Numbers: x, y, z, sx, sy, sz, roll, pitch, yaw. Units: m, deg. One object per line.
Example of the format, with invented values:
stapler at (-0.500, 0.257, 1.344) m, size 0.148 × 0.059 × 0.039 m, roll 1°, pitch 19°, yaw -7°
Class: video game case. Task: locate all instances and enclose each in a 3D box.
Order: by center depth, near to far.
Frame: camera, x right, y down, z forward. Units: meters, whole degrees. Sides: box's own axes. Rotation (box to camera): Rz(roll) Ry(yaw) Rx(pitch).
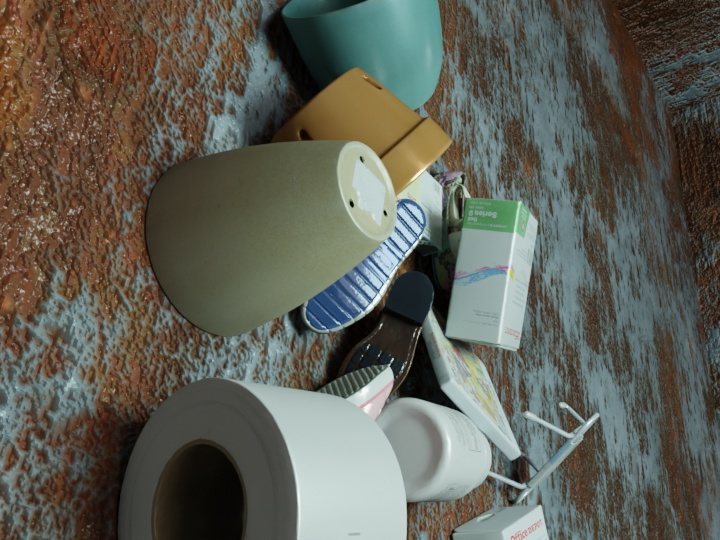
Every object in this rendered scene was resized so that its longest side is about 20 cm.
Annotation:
video game case at (0.148, 0.148, 1.065) m, size 0.200 × 0.023 × 0.183 m, roll 47°, pitch 17°, yaw -34°

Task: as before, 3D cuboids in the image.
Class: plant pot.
plant pot at (-0.070, -0.049, 0.733) m, size 0.187 × 0.198 × 0.189 m, roll 29°, pitch 53°, yaw -47°
plant pot at (-0.010, -0.140, 0.886) m, size 0.140 × 0.200 × 0.200 m, roll 50°, pitch 37°, yaw -5°
plant pot at (0.018, -0.291, 0.980) m, size 0.201 × 0.198 × 0.162 m, roll -61°, pitch 138°, yaw -47°

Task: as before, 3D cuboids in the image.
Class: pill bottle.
pill bottle at (0.090, 0.223, 0.922) m, size 0.200 × 0.113 × 0.116 m, roll 31°, pitch 51°, yaw -59°

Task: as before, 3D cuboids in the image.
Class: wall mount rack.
wall mount rack at (0.268, 0.273, 1.155) m, size 0.075 × 0.201 × 0.173 m, roll 44°, pitch 21°, yaw 25°

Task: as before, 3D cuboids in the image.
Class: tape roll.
tape roll at (-0.081, 0.196, 0.612) m, size 0.139 × 0.201 × 0.205 m, roll 20°, pitch 60°, yaw -50°

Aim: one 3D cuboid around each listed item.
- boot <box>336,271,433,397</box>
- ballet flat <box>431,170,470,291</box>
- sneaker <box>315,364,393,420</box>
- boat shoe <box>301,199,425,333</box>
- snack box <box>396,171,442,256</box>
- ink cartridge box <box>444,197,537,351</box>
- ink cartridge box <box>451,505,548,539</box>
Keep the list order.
boot at (0.030, 0.103, 0.923) m, size 0.201 × 0.074 × 0.097 m, roll -58°, pitch 171°, yaw -13°
ballet flat at (0.147, -0.069, 1.178) m, size 0.069 × 0.071 × 0.202 m, roll 30°, pitch 53°, yaw -50°
sneaker at (-0.024, 0.187, 0.802) m, size 0.200 × 0.075 × 0.106 m, roll -35°, pitch 106°, yaw -41°
boat shoe at (0.000, 0.000, 0.902) m, size 0.200 × 0.072 × 0.072 m, roll -44°, pitch 99°, yaw -21°
snack box at (0.053, -0.117, 1.091) m, size 0.200 × 0.037 × 0.117 m, roll 36°, pitch 48°, yaw -43°
ink cartridge box at (0.192, 0.010, 1.092) m, size 0.145 × 0.087 × 0.203 m, roll 20°, pitch 77°, yaw -67°
ink cartridge box at (0.210, 0.442, 1.040) m, size 0.145 × 0.083 × 0.203 m, roll 1°, pitch 75°, yaw -56°
